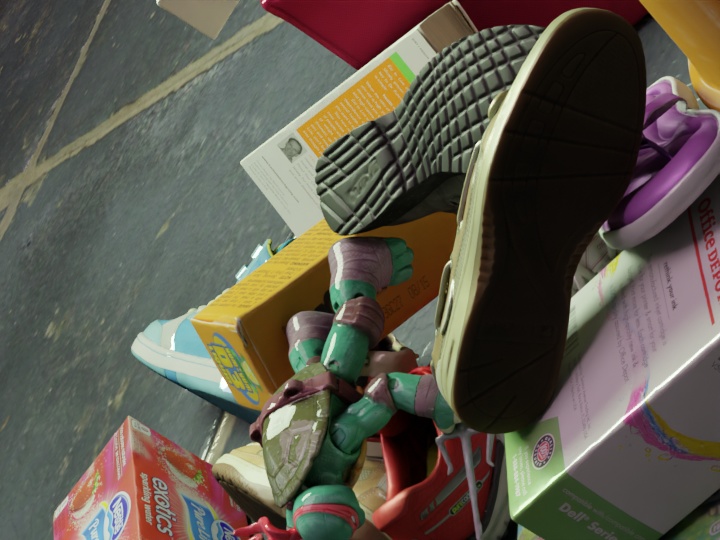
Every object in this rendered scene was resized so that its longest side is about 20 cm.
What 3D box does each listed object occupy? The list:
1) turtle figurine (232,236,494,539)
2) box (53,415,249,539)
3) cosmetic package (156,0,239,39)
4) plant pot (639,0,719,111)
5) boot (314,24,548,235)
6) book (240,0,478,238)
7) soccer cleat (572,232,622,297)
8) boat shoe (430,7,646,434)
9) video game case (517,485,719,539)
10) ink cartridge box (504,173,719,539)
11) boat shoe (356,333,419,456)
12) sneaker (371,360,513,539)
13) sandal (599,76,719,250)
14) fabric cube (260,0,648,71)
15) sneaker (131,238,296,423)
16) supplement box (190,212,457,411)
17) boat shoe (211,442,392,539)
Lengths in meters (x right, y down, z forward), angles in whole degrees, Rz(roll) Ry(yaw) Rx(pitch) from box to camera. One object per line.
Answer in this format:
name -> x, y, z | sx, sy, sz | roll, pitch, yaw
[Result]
turtle figurine -> -0.005, 0.084, 1.067 | 0.150, 0.100, 0.201 | -39, 36, 33
box -> -0.133, 0.199, 1.353 | 0.096, 0.099, 0.200 | -51, 23, 16
cosmetic package -> -0.064, -0.252, 1.352 | 0.201, 0.050, 0.083 | -56, 19, 10
plant pot -> 0.204, -0.183, 1.042 | 0.200, 0.183, 0.201 | -44, 26, 29
boot -> 0.078, -0.075, 1.089 | 0.200, 0.130, 0.068 | -26, 77, 45
book -> 0.025, -0.063, 1.328 | 0.200, 0.134, 0.048 | -32, 6, 44
soccer cleat -> 0.109, -0.002, 1.118 | 0.086, 0.070, 0.200 | -37, 18, 42
boat shoe -> 0.076, -0.027, 0.971 | 0.063, 0.073, 0.202 | -136, 55, -64
video game case -> 0.148, 0.086, 1.023 | 0.200, 0.022, 0.183 | -40, 28, 37
ink cartridge box -> 0.155, 0.034, 0.963 | 0.200, 0.067, 0.117 | -45, 25, 28
boat shoe -> -0.005, 0.054, 1.283 | 0.200, 0.071, 0.063 | -135, 41, -70
sneaker -> 0.050, 0.072, 1.159 | 0.077, 0.085, 0.201 | -36, 31, 40
sandal -> 0.132, -0.060, 1.018 | 0.083, 0.050, 0.203 | -49, 7, 9
fabric cube -> 0.076, -0.237, 1.360 | 0.199, 0.196, 0.201 | -41, 28, 34
sneaker -> -0.084, 0.034, 1.499 | 0.200, 0.079, 0.131 | 16, 77, 57
supplement box -> 0.000, 0.000, 1.218 | 0.200, 0.067, 0.069 | -37, 21, -27
boat shoe -> -0.017, 0.130, 1.266 | 0.076, 0.072, 0.200 | -51, 30, -16
